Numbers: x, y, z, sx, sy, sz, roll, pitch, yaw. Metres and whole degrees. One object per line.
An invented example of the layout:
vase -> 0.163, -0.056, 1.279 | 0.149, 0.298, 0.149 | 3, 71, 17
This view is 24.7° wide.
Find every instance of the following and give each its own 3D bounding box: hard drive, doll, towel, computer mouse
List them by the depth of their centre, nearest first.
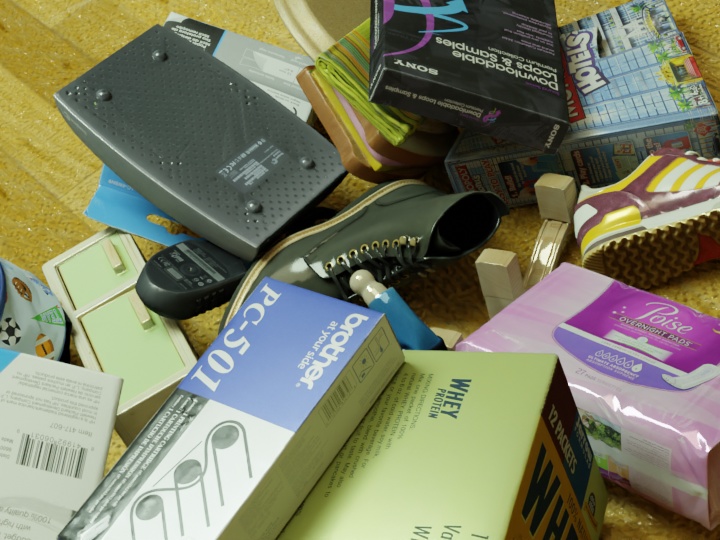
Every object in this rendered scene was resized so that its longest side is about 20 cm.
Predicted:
doll -> 0.011, 0.062, 1.064 | 0.048, 0.137, 0.200 | -24, 24, -39
towel -> 0.035, -0.160, 1.233 | 0.018, 0.086, 0.200 | -44, 3, 33
computer mouse -> -0.085, -0.005, 1.235 | 0.199, 0.034, 0.059 | -20, 47, -38
hard drive -> -0.120, -0.095, 1.246 | 0.200, 0.042, 0.135 | 36, 51, 14

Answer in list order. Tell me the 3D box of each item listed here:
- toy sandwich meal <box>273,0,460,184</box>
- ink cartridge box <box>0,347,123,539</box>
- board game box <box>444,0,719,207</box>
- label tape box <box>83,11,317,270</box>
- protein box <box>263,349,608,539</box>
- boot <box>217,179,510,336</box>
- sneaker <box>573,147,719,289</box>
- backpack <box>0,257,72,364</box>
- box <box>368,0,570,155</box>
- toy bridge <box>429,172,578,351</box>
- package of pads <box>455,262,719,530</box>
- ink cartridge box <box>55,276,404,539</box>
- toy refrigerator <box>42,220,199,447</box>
toy sandwich meal -> 0.001, -0.155, 1.287 | 0.070, 0.205, 0.206 | -49, 33, 27
ink cartridge box -> -0.248, 0.155, 1.064 | 0.145, 0.084, 0.201 | 16, 68, -14
board game box -> 0.157, -0.127, 1.261 | 0.199, 0.062, 0.200 | -18, 42, 7
label tape box -> -0.121, -0.106, 1.324 | 0.143, 0.066, 0.200 | 19, 46, 0
protein box -> 0.016, 0.162, 0.947 | 0.199, 0.135, 0.199 | -1, 47, 26
boot -> 0.000, 0.000, 1.161 | 0.200, 0.078, 0.138 | -44, 20, -18
sneaker -> 0.243, -0.054, 1.134 | 0.199, 0.075, 0.090 | -13, 48, 13
backpack -> -0.315, 0.066, 1.213 | 0.200, 0.154, 0.191 | 30, 77, 43
box -> 0.078, -0.173, 1.218 | 0.142, 0.036, 0.200 | 14, 41, -12
toy bridge -> 0.100, 0.017, 1.135 | 0.027, 0.067, 0.200 | 9, 43, 32
package of pads -> 0.169, 0.071, 1.030 | 0.200, 0.076, 0.120 | 22, 46, 39
ink cartridge box -> -0.069, 0.097, 0.920 | 0.094, 0.044, 0.200 | 16, 56, 36
toy refrigerator -> -0.172, 0.051, 1.237 | 0.076, 0.070, 0.200 | -30, 41, -4
